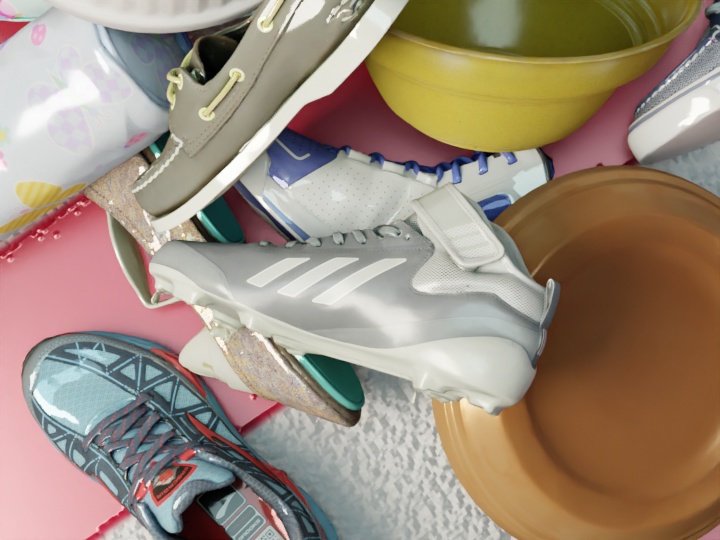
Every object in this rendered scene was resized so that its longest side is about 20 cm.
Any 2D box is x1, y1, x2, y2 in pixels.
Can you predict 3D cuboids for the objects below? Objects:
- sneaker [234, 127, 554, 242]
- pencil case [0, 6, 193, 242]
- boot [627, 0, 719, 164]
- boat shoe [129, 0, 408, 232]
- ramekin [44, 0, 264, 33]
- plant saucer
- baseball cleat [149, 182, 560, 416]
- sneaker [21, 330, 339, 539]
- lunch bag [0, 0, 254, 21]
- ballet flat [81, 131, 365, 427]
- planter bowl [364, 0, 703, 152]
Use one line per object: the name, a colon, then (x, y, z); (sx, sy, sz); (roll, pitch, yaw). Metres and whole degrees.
sneaker: (0.036, -0.032, 1.408); (0.199, 0.081, 0.115); (36, 85, -2)
pencil case: (-0.179, -0.070, 1.385); (0.200, 0.083, 0.091); (-33, 79, 22)
boot: (0.205, -0.140, 1.393); (0.200, 0.073, 0.091); (-34, 76, 17)
boat shoe: (-0.053, -0.091, 1.296); (0.060, 0.072, 0.202); (40, 130, -9)
ramekin: (-0.094, -0.218, 1.283); (0.199, 0.105, 0.201); (1, 81, -5)
plant saucer: (0.133, 0.049, 1.375); (0.199, 0.037, 0.201); (-2, 96, -19)
baseball cleat: (0.000, 0.000, 1.336); (0.199, 0.070, 0.107); (19, 83, 14)
sneaker: (-0.089, 0.097, 1.392); (0.200, 0.096, 0.079); (38, 89, 4)
lunch bag: (-0.128, -0.224, 1.400); (0.169, 0.122, 0.201); (-2, 91, -3)
ballet flat: (-0.075, 0.011, 1.420); (0.067, 0.068, 0.200); (-39, 80, 20)
planter bowl: (0.066, -0.116, 1.379); (0.199, 0.201, 0.084); (8, 121, 3)
